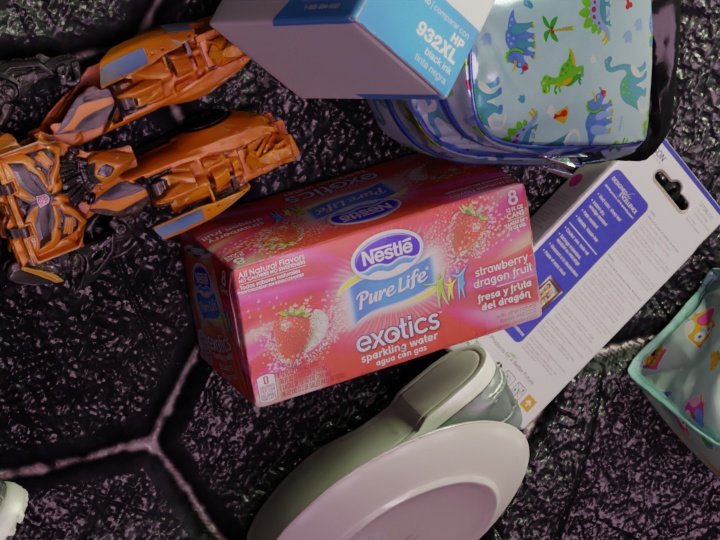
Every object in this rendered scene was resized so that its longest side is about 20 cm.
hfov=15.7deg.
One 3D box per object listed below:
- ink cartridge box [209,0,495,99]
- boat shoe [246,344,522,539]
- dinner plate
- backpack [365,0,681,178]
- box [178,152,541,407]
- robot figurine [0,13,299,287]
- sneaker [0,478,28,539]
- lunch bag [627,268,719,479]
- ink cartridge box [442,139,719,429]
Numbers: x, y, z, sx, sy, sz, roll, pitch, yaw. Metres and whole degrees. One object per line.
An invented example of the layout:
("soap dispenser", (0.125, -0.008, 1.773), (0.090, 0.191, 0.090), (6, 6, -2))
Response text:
("ink cartridge box", (0.023, -0.203, 1.495), (0.084, 0.145, 0.201), (37, 72, -32))
("boat shoe", (0.017, 0.131, 1.668), (0.200, 0.073, 0.062), (-39, 116, 2))
("dinner plate", (0.025, 0.167, 1.661), (0.199, 0.024, 0.200), (-24, 149, -15))
("backpack", (0.098, -0.135, 1.586), (0.199, 0.154, 0.164), (-1, 103, -17))
("box", (0.000, 0.000, 1.610), (0.199, 0.100, 0.096), (-17, 114, -19))
("robot figurine", (-0.143, -0.072, 1.541), (0.199, 0.058, 0.146), (-26, 114, -15))
("sneaker", (-0.298, 0.180, 1.556), (0.099, 0.070, 0.200), (43, 83, -23))
("lunch bag", (0.298, 0.107, 1.728), (0.170, 0.200, 0.122), (41, 88, -29))
("ink cartridge box", (0.142, 0.002, 1.714), (0.200, 0.037, 0.095), (-44, 119, -3))
